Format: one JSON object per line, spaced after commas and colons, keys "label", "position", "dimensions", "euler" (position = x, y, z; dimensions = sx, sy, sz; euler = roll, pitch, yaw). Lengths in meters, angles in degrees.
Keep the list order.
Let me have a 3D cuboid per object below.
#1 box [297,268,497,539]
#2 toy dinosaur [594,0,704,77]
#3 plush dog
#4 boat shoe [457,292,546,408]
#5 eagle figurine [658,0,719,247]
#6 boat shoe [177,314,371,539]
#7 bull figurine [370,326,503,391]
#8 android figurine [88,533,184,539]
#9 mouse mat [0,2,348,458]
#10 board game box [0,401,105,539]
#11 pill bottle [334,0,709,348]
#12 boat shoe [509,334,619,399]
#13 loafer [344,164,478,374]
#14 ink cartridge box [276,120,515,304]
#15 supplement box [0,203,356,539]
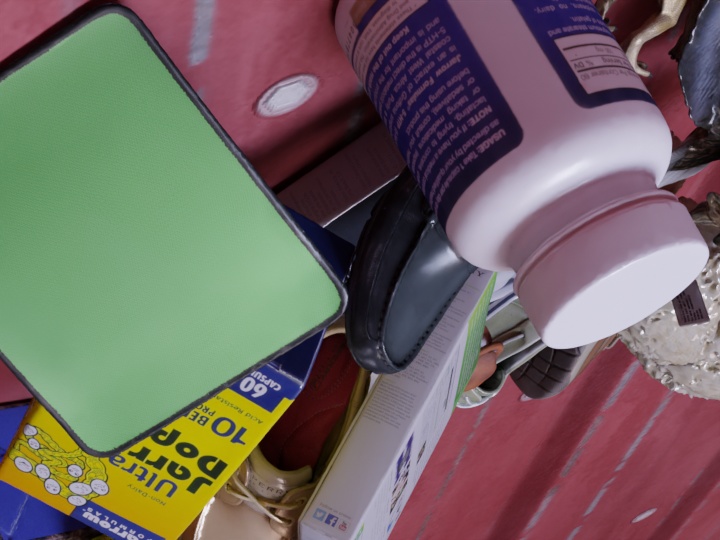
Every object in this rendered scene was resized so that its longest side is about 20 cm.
{"label": "box", "position": [0.021, 0.099, 1.150], "dimensions": [0.200, 0.036, 0.144], "euler": [-59, 168, -26]}
{"label": "toy dinosaur", "position": [0.166, -0.163, 1.055], "dimensions": [0.200, 0.058, 0.101], "euler": [-13, 140, -52]}
{"label": "plush dog", "position": [0.209, 0.022, 1.227], "dimensions": [0.160, 0.200, 0.172], "euler": [-50, 138, -14]}
{"label": "boat shoe", "position": [0.078, 0.069, 1.438], "dimensions": [0.072, 0.062, 0.200], "euler": [-10, 154, -38]}
{"label": "eagle figurine", "position": [0.245, -0.109, 1.083], "dimensions": [0.151, 0.200, 0.152], "euler": [9, 178, -17]}
{"label": "boat shoe", "position": [-0.051, 0.112, 1.120], "dimensions": [0.069, 0.074, 0.200], "euler": [-161, -84, -87]}
{"label": "bull figurine", "position": [-0.001, 0.077, 1.338], "dimensions": [0.200, 0.065, 0.121], "euler": [-25, 158, 14]}
{"label": "android figurine", "position": [-0.150, 0.200, 1.223], "dimensions": [0.200, 0.041, 0.182], "euler": [-23, 158, -19]}
{"label": "mouse mat", "position": [-0.120, -0.012, 0.913], "dimensions": [0.161, 0.008, 0.200], "euler": [-31, 118, 11]}
{"label": "board game box", "position": [-0.227, 0.174, 1.257], "dimensions": [0.159, 0.097, 0.200], "euler": [-7, 150, -43]}
{"label": "pill bottle", "position": [0.081, -0.069, 0.939], "dimensions": [0.120, 0.200, 0.120], "euler": [-24, 158, -10]}
{"label": "boat shoe", "position": [0.173, 0.033, 1.461], "dimensions": [0.072, 0.076, 0.200], "euler": [-17, 158, -32]}
{"label": "loafer", "position": [0.054, -0.034, 1.034], "dimensions": [0.201, 0.070, 0.068], "euler": [-64, 146, -15]}
{"label": "ink cartridge box", "position": [0.000, 0.000, 1.180], "dimensions": [0.200, 0.043, 0.198], "euler": [-32, 150, 13]}
{"label": "supplement box", "position": [-0.104, 0.051, 1.054], "dimensions": [0.200, 0.109, 0.110], "euler": [-51, -167, 45]}
